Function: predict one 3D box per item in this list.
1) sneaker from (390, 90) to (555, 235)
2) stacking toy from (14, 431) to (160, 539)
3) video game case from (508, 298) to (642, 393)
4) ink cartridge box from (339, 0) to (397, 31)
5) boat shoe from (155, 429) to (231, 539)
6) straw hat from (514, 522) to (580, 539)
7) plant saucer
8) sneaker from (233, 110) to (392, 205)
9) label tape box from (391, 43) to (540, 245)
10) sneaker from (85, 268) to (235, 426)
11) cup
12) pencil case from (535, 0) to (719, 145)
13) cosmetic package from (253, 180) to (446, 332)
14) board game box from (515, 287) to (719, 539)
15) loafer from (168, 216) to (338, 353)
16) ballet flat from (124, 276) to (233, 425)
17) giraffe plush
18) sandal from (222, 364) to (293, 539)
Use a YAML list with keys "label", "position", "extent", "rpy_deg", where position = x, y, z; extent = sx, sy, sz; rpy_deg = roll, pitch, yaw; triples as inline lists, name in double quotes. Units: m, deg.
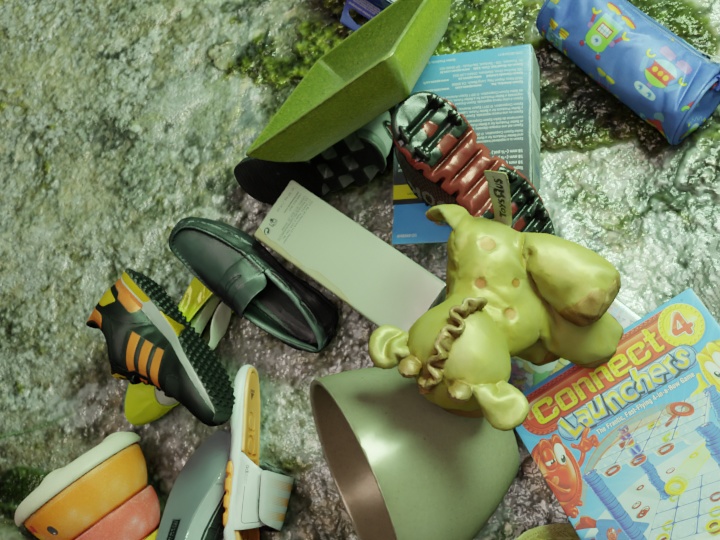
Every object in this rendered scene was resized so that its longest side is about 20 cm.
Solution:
- label: "sneaker"
  position: [0.102, -0.075, 0.755]
  extent: [0.071, 0.098, 0.201]
  rpy_deg: [-44, 91, -8]
- label: "stacking toy"
  position: [-0.245, 0.284, 0.840]
  extent: [0.146, 0.146, 0.201]
  rpy_deg: [-37, 84, 7]
- label: "video game case"
  position: [0.217, 0.096, 0.770]
  extent: [0.200, 0.018, 0.143]
  rpy_deg: [40, 91, 22]
- label: "ink cartridge box"
  position: [0.048, -0.356, 0.902]
  extent: [0.136, 0.076, 0.201]
  rpy_deg: [38, 90, 23]
- label: "boat shoe"
  position: [-0.158, 0.265, 0.828]
  extent: [0.073, 0.068, 0.201]
  rpy_deg: [-18, 43, 35]
- label: "straw hat"
  position: [0.178, 0.329, 0.689]
  extent: [0.202, 0.200, 0.085]
  rpy_deg: [52, 138, 21]
- label: "plant saucer"
  position: [0.002, -0.189, 0.790]
  extent: [0.199, 0.048, 0.200]
  rpy_deg: [-26, 26, 40]
- label: "sneaker"
  position: [-0.047, -0.128, 0.890]
  extent: [0.198, 0.074, 0.089]
  rpy_deg: [-8, 41, 30]
- label: "label tape box"
  position: [0.109, -0.119, 0.833]
  extent: [0.143, 0.063, 0.202]
  rpy_deg: [-1, 78, 19]
- label: "sneaker"
  position: [-0.206, 0.094, 0.825]
  extent: [0.090, 0.070, 0.200]
  rpy_deg: [-43, 66, 5]
- label: "cup"
  position: [0.057, 0.168, 0.733]
  extent: [0.142, 0.201, 0.202]
  rpy_deg: [-19, 69, -16]
- label: "pencil case"
  position: [0.266, -0.212, 0.792]
  extent: [0.200, 0.078, 0.087]
  rpy_deg: [47, 124, 22]
- label: "cosmetic package"
  position: [0.000, 0.000, 0.821]
  extent: [0.199, 0.103, 0.073]
  rpy_deg: [36, 89, 24]
- label: "board game box"
  position: [0.257, 0.152, 0.693]
  extent: [0.199, 0.056, 0.197]
  rpy_deg: [-34, 63, 8]
- label: "loafer"
  position: [-0.111, 0.015, 0.831]
  extent: [0.200, 0.070, 0.068]
  rpy_deg: [34, 112, -5]
- label: "ballet flat"
  position: [-0.189, 0.086, 0.881]
  extent: [0.067, 0.067, 0.201]
  rpy_deg: [24, 83, 39]
- label: "giraffe plush"
  position: [0.102, 0.049, 0.649]
  extent: [0.171, 0.201, 0.163]
  rpy_deg: [3, 50, 44]
- label: "sandal"
  position: [-0.099, 0.199, 0.820]
  extent: [0.059, 0.079, 0.209]
  rpy_deg: [-3, 78, 10]
